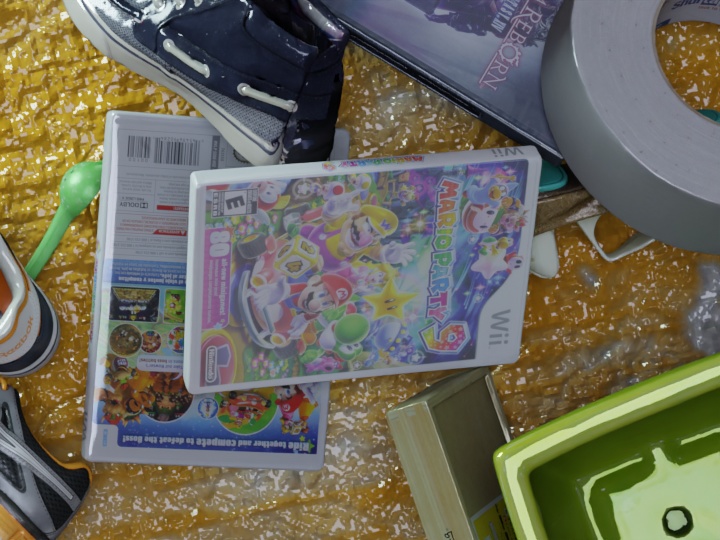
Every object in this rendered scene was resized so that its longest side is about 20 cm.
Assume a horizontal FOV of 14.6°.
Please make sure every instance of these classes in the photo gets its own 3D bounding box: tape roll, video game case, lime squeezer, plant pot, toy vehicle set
[{"bbox_3d":[0.207,-0.113,1.600,0.199,0.066,0.201,5,67,-11],"label":"tape roll"},{"bbox_3d":[0.000,0.000,1.592,0.199,0.018,0.144,-5,125,-14],"label":"video game case"},{"bbox_3d":[-0.131,-0.038,1.652,0.199,0.038,0.071,-20,87,-2],"label":"lime squeezer"},{"bbox_3d":[0.063,-0.169,1.637,0.199,0.019,0.143,31,67,0],"label":"video game case"},{"bbox_3d":[0.193,0.152,1.582,0.198,0.181,0.201,-21,91,0],"label":"plant pot"},{"bbox_3d":[0.076,0.161,1.609,0.026,0.124,0.201,-19,90,20],"label":"toy vehicle set"},{"bbox_3d":[-0.084,0.013,1.633,0.142,0.018,0.201,4,94,-17],"label":"video game case"}]

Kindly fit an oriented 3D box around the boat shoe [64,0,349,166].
[{"bbox_3d":[-0.085,-0.147,1.590,0.200,0.075,0.093,37,134,20],"label":"boat shoe"}]

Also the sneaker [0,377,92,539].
[{"bbox_3d":[-0.240,0.085,1.641,0.077,0.078,0.200,-41,89,-22],"label":"sneaker"}]

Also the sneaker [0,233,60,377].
[{"bbox_3d":[-0.255,-0.022,1.619,0.200,0.079,0.079,40,86,11],"label":"sneaker"}]

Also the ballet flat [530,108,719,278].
[{"bbox_3d":[0.128,-0.037,1.648,0.199,0.068,0.073,-15,108,-4],"label":"ballet flat"}]
